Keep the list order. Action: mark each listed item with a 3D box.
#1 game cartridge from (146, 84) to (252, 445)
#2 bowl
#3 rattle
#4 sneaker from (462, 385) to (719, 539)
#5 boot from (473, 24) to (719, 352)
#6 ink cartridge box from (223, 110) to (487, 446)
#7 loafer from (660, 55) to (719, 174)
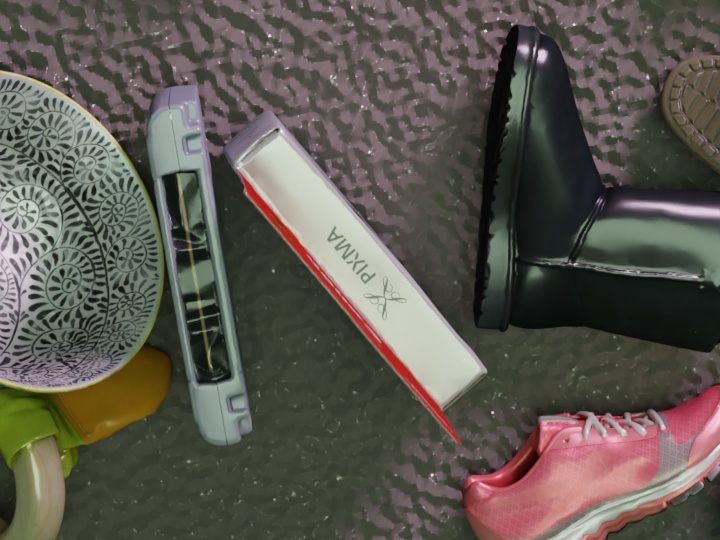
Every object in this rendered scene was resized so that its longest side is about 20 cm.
[{"bbox_3d":[-0.097,-0.007,1.397,0.040,0.133,0.201,-9,100,1],"label":"game cartridge"},{"bbox_3d":[-0.223,-0.008,1.383,0.201,0.201,0.094,48,135,-12],"label":"bowl"},{"bbox_3d":[-0.210,0.145,1.461,0.130,0.143,0.201,19,115,21],"label":"rattle"},{"bbox_3d":[0.153,0.120,1.483,0.200,0.074,0.087,-33,101,-1],"label":"sneaker"},{"bbox_3d":[0.161,-0.050,1.451,0.167,0.076,0.201,3,106,-4],"label":"boot"},{"bbox_3d":[0.000,0.000,1.390,0.044,0.174,0.200,-40,102,1],"label":"ink cartridge box"},{"bbox_3d":[0.277,-0.067,1.472,0.199,0.067,0.076,31,81,5],"label":"loafer"}]
